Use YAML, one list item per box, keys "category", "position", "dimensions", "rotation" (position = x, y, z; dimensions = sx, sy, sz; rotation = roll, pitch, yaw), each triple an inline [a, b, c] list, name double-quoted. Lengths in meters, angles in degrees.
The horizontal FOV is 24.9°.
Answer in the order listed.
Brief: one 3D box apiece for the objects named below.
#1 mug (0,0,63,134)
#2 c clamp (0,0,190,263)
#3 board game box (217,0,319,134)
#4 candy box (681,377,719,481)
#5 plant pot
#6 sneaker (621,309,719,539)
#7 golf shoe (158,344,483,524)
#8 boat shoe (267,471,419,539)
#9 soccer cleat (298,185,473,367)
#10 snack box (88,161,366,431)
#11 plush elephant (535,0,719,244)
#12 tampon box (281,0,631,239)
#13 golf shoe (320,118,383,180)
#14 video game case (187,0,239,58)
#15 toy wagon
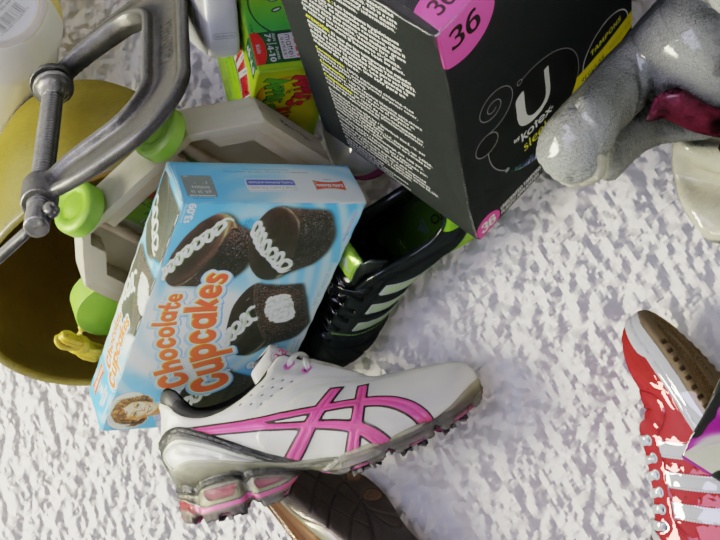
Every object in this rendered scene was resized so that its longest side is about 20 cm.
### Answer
- category: "mug"
  position: [-0.276, -0.165, 1.116]
  dimensions: [0.153, 0.149, 0.187]
  rotation: [-44, 55, 56]
- category: "c clamp"
  position: [-0.166, -0.090, 0.946]
  dimensions: [0.171, 0.027, 0.200]
  rotation: [-32, 32, 22]
- category: "board game box"
  position: [-0.068, -0.184, 1.015]
  dimensions: [0.102, 0.048, 0.200]
  rotation: [112, 146, -63]
- category: "candy box"
  position: [0.256, 0.090, 0.782]
  dimensions: [0.136, 0.200, 0.061]
  rotation: [32, 108, 29]
- category: "plant pot"
  position: [-0.172, -0.042, 1.075]
  dimensions: [0.200, 0.200, 0.142]
  rotation: [-48, 48, 25]
- category: "sneaker"
  position: [0.178, 0.129, 0.911]
  dimensions: [0.112, 0.071, 0.200]
  rotation: [-38, 74, 24]
- category: "golf shoe"
  position: [-0.025, 0.083, 0.989]
  dimensions: [0.200, 0.073, 0.092]
  rotation: [-18, 87, -8]
- category: "boat shoe"
  position: [-0.002, 0.188, 1.028]
  dimensions: [0.200, 0.076, 0.072]
  rotation: [40, 120, 31]
- category: "soccer cleat"
  position: [0.000, 0.000, 1.012]
  dimensions: [0.200, 0.081, 0.068]
  rotation: [-44, 69, 28]
- category: "snack box"
  position: [-0.084, 0.019, 0.985]
  dimensions: [0.037, 0.116, 0.200]
  rotation: [65, 144, 37]
- category: "plush elephant"
  position: [0.209, -0.083, 0.843]
  dimensions: [0.155, 0.200, 0.165]
  rotation: [44, 117, -2]
- category: "tampon box"
  position: [0.054, -0.145, 0.875]
  dimensions: [0.126, 0.200, 0.150]
  rotation: [36, 74, 24]
- category: "golf shoe"
  position: [-0.006, -0.156, 1.007]
  dimensions: [0.075, 0.091, 0.200]
  rotation: [7, 97, 31]
- category: "video game case"
  position: [-0.111, -0.237, 1.009]
  dimensions: [0.200, 0.023, 0.182]
  rotation: [-133, 37, -67]
- category: "toy wagon"
  position: [-0.113, -0.021, 0.986]
  dimensions: [0.200, 0.155, 0.040]
  rotation: [-40, 50, 18]
